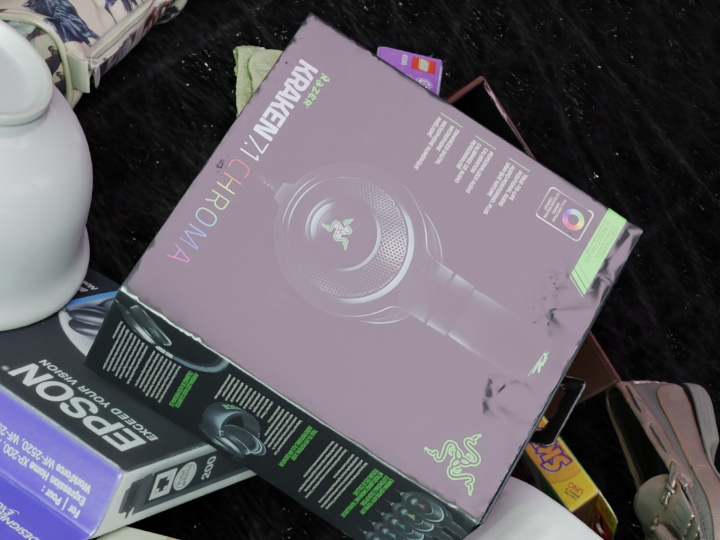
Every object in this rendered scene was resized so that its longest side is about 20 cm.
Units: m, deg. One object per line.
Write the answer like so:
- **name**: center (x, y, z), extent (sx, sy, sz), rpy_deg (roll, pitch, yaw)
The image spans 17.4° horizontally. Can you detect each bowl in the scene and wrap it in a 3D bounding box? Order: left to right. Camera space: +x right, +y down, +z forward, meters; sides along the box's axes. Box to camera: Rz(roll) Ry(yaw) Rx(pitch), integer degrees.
- **bowl**: center (-0.207, -0.070, 1.126), extent (0.201, 0.090, 0.201), rpy_deg (23, 30, -14)

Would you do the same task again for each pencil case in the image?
- **pencil case**: center (-0.163, -0.148, 1.372), extent (0.089, 0.078, 0.200), rpy_deg (18, 31, 11)

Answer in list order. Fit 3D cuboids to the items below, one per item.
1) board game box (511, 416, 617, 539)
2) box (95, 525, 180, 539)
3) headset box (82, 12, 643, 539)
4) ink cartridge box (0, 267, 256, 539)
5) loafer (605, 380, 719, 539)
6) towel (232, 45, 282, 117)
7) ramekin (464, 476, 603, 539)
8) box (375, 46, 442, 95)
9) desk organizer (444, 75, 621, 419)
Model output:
- **board game box**: center (0.080, 0.081, 1.354), extent (0.200, 0.030, 0.096), rpy_deg (51, -10, 18)
- **box**: center (-0.124, 0.193, 0.980), extent (0.078, 0.095, 0.200), rpy_deg (11, 25, 24)
- **headset box**: center (0.008, 0.016, 1.068), extent (0.200, 0.093, 0.174), rpy_deg (34, 62, -1)
- **ink cartridge box**: center (-0.157, 0.054, 1.111), extent (0.198, 0.044, 0.200), rpy_deg (29, 27, 28)
- **loafer**: center (0.186, 0.137, 1.423), extent (0.063, 0.072, 0.200), rpy_deg (14, 32, -10)
- **towel**: center (0.007, -0.065, 1.492), extent (0.200, 0.036, 0.149), rpy_deg (22, 38, -27)
- **ramekin**: center (0.093, 0.186, 1.131), extent (0.202, 0.094, 0.202), rpy_deg (43, -10, 9)
- **box**: center (0.000, 0.000, 1.258), extent (0.039, 0.200, 0.137), rpy_deg (13, 37, -3)
- **desk organizer**: center (0.085, -0.010, 1.416), extent (0.200, 0.077, 0.072), rpy_deg (57, 31, -3)
